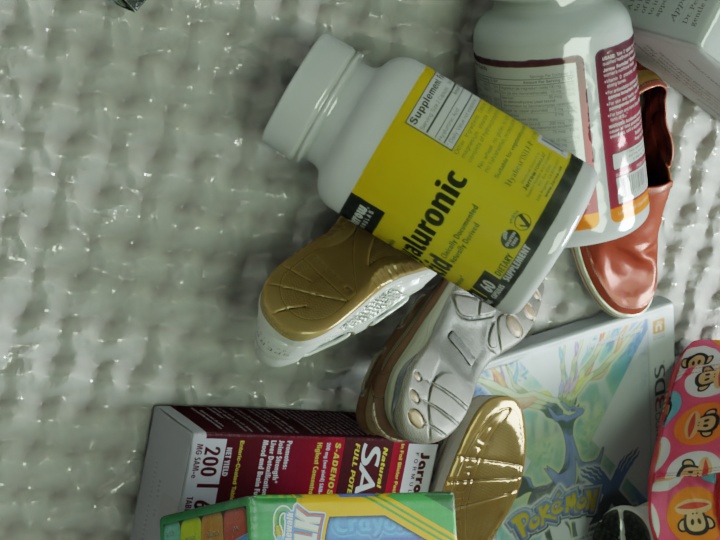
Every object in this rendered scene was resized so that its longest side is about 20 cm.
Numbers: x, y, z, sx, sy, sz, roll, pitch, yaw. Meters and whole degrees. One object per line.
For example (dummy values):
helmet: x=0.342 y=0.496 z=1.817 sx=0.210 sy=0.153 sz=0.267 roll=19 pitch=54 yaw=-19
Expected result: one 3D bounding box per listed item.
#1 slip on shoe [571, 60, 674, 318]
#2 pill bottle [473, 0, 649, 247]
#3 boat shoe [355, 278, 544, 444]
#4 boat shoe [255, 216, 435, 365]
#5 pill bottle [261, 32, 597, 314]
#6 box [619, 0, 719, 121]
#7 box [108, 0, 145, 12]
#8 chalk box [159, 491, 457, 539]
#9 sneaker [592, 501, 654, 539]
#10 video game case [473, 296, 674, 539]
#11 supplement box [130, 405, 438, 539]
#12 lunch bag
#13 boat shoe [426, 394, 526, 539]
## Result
slip on shoe: x=0.194 y=-0.056 z=1.495 sx=0.074 sy=0.061 sz=0.201 roll=-15 pitch=115 yaw=-30
pill bottle: x=0.134 y=-0.124 z=1.401 sx=0.109 sy=0.109 sz=0.201 roll=-17 pitch=109 yaw=-27
boat shoe: x=0.058 y=0.042 z=1.430 sx=0.200 sy=0.072 sz=0.076 roll=-48 pitch=113 yaw=-38
boat shoe: x=0.000 y=0.000 z=1.383 sx=0.200 sy=0.071 sz=0.069 roll=-31 pitch=162 yaw=-37
pill bottle: x=0.042 y=-0.067 z=1.321 sx=0.199 sy=0.111 sz=0.112 roll=31 pitch=88 yaw=0
box: x=0.301 y=-0.209 z=1.470 sx=0.200 sy=0.131 sz=0.200 roll=30 pitch=89 yaw=-36
box: x=-0.121 y=-0.275 z=1.234 sx=0.200 sy=0.040 sz=0.137 roll=-51 pitch=124 yaw=-8
chalk box: x=-0.050 y=0.206 z=1.290 sx=0.199 sy=0.125 sz=0.125 roll=5 pitch=76 yaw=-34
sneaker: x=0.210 y=0.265 z=1.594 sx=0.080 sy=0.074 sz=0.201 roll=-14 pitch=129 yaw=-44
video game case: x=0.156 y=0.129 z=1.555 sx=0.199 sy=0.022 sz=0.183 roll=-16 pitch=113 yaw=-28
supplement box: x=-0.051 y=0.154 z=1.408 sx=0.199 sy=0.061 sz=0.109 roll=4 pitch=103 yaw=-34
lunch bag: x=0.287 y=0.168 z=1.566 sx=0.177 sy=0.082 sz=0.201 roll=60 pitch=36 yaw=-35
boat shoe: x=0.060 y=0.173 z=1.478 sx=0.071 sy=0.069 sz=0.201 roll=6 pitch=108 yaw=-35
